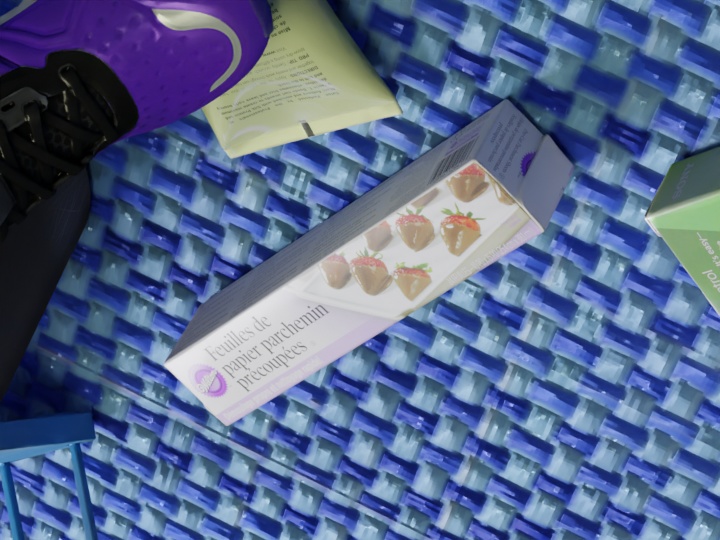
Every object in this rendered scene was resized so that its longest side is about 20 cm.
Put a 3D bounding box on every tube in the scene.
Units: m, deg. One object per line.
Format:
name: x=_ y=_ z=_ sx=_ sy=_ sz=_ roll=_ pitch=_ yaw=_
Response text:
tube: x=-0.063 y=-0.122 z=0.957 sx=0.058 sy=0.052 sz=0.200 roll=30 pitch=157 yaw=57

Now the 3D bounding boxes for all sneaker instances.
sneaker: x=-0.123 y=-0.044 z=0.937 sx=0.199 sy=0.100 sz=0.070 roll=-17 pitch=131 yaw=15

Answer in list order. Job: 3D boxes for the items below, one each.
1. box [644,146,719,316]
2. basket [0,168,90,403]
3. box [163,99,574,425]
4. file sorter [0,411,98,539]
box: x=0.216 y=-0.003 z=0.919 sx=0.200 sy=0.036 sz=0.144 roll=-20 pitch=117 yaw=38
basket: x=-0.196 y=0.015 z=1.037 sx=0.180 sy=0.200 sz=0.136 roll=10 pitch=133 yaw=22
box: x=0.000 y=0.000 z=1.035 sx=0.039 sy=0.041 sz=0.200 roll=44 pitch=134 yaw=-13
file sorter: x=-0.223 y=0.143 z=1.183 sx=0.200 sy=0.139 sz=0.123 roll=-17 pitch=82 yaw=38
